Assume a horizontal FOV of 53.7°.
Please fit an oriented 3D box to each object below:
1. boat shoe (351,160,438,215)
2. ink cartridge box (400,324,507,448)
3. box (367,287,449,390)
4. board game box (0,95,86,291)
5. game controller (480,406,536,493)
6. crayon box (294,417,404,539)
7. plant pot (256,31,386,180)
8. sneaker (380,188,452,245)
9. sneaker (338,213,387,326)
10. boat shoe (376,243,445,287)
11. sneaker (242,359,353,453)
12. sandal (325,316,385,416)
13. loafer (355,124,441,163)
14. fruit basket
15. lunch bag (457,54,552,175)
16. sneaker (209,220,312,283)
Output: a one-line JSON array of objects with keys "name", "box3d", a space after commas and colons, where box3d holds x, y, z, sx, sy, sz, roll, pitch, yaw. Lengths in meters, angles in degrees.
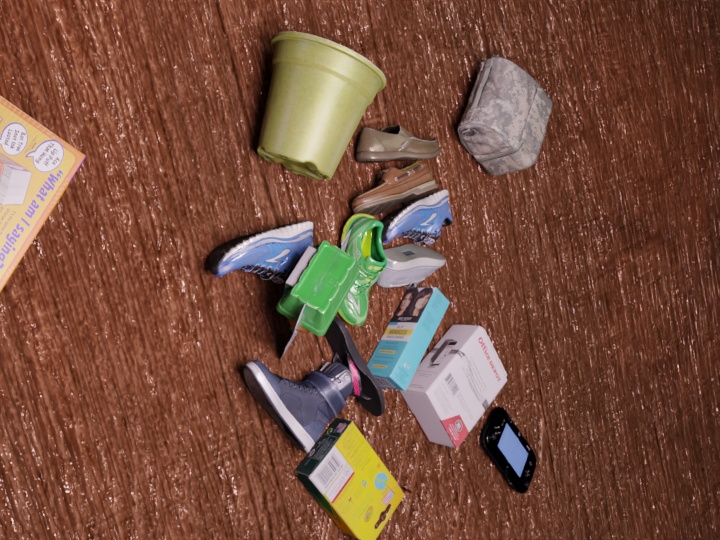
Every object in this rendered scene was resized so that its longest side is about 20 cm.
[{"name": "boat shoe", "box3d": [0.055, -0.155, 1.338, 0.199, 0.072, 0.069, -21, 84, -38]}, {"name": "ink cartridge box", "box3d": [0.189, 0.226, 1.419, 0.200, 0.082, 0.148, -44, 115, -32]}, {"name": "box", "box3d": [0.087, 0.126, 1.338, 0.049, 0.082, 0.201, 44, 61, -29]}, {"name": "board game box", "box3d": [-0.474, -0.093, 0.795, 0.199, 0.199, 0.202, 38, 65, -32]}, {"name": "game controller", "box3d": [0.328, 0.394, 1.558, 0.105, 0.042, 0.201, -51, 120, -29]}, {"name": "crayon box", "box3d": [-0.015, 0.379, 1.261, 0.127, 0.051, 0.201, -47, 116, -31]}, {"name": "plant pot", "box3d": [-0.080, -0.255, 1.161, 0.199, 0.200, 0.186, 20, 87, -38]}, {"name": "sneaker", "box3d": [0.114, -0.088, 1.366, 0.199, 0.078, 0.090, -26, 93, -38]}, {"name": "sneaker", "box3d": [0.000, 0.000, 1.264, 0.073, 0.083, 0.203, 2, 95, -39]}, {"name": "boat shoe", "box3d": [0.092, -0.004, 1.361, 0.200, 0.070, 0.072, -8, 126, -53]}, {"name": "sneaker", "box3d": [-0.097, 0.184, 1.174, 0.146, 0.077, 0.203, -45, 126, -20]}, {"name": "sandal", "box3d": [-0.022, 0.176, 1.253, 0.045, 0.075, 0.201, -36, 103, -38]}, {"name": "loafer", "box3d": [0.076, -0.242, 1.348, 0.199, 0.076, 0.068, -11, 102, -40]}, {"name": "fruit basket", "box3d": [-0.079, 0.041, 1.147, 0.093, 0.200, 0.186, 33, 66, -4]}, {"name": "lunch bag", "box3d": [0.294, -0.328, 1.495, 0.167, 0.139, 0.202, 38, 64, -33]}, {"name": "sneaker", "box3d": [-0.148, -0.019, 1.138, 0.199, 0.078, 0.090, -18, 97, -39]}]
